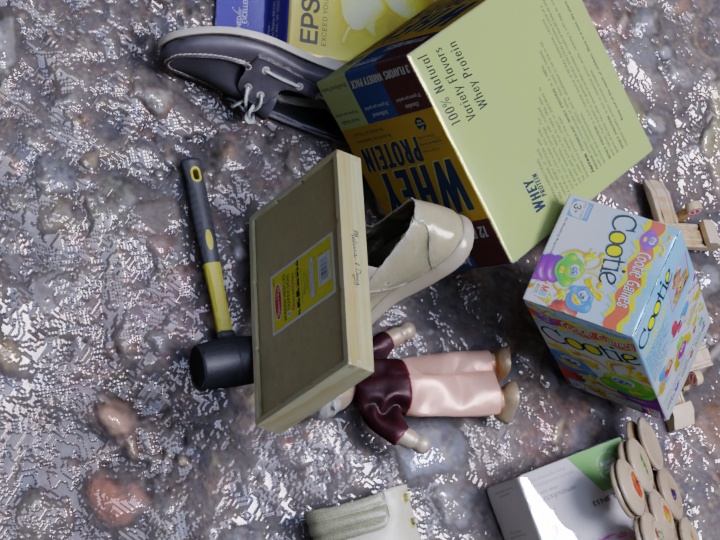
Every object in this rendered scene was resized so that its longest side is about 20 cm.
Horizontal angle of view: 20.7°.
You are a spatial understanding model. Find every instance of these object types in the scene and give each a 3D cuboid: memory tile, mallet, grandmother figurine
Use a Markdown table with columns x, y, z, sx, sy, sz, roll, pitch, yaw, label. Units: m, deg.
| x | y | z | sx | sy | sz | roll | pitch | yaw | label |
| --- | --- | --- | --- | --- | --- | --- | --- | --- | --- |
| 0.270 | 0.235 | 1.708 | 0.201 | 0.017 | 0.153 | 65 | 20 | -7 | memory tile |
| -0.115 | 0.002 | 1.664 | 0.065 | 0.041 | 0.202 | 2 | 72 | -23 | mallet |
| 0.035 | 0.103 | 1.690 | 0.198 | 0.061 | 0.122 | 2 | 48 | -19 | grandmother figurine |

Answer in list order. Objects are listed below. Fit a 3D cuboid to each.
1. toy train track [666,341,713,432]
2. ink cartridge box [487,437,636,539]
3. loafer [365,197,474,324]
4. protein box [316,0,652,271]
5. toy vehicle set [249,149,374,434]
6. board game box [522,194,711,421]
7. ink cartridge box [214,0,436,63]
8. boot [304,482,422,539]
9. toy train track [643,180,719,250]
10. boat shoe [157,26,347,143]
| x | y | z | sx | sy | sz | roll | pitch | yaw | label |
| --- | --- | --- | --- | --- | --- | --- | --- | --- | --- |
| 0.267 | 0.047 | 1.812 | 0.114 | 0.033 | 0.202 | -15 | 82 | -25 | toy train track |
| 0.202 | 0.260 | 1.709 | 0.116 | 0.067 | 0.202 | -18 | 84 | -27 | ink cartridge box |
| 0.000 | 0.000 | 1.637 | 0.068 | 0.199 | 0.076 | 44 | 22 | -30 | loafer |
| 0.109 | -0.133 | 1.703 | 0.200 | 0.134 | 0.200 | -37 | 106 | -33 | protein box |
| -0.042 | 0.017 | 1.606 | 0.026 | 0.124 | 0.202 | 20 | 52 | -34 | toy vehicle set |
| 0.222 | 0.034 | 1.687 | 0.102 | 0.200 | 0.106 | 20 | 73 | 24 | board game box |
| -0.027 | -0.273 | 1.766 | 0.198 | 0.047 | 0.200 | 8 | 75 | -24 | ink cartridge box |
| 0.056 | 0.253 | 1.651 | 0.198 | 0.072 | 0.156 | -7 | 77 | -24 | boot |
| 0.260 | -0.038 | 1.800 | 0.199 | 0.032 | 0.116 | 2 | 65 | -36 | toy train track |
| -0.081 | -0.158 | 1.698 | 0.198 | 0.073 | 0.063 | 13 | 69 | -24 | boat shoe |
